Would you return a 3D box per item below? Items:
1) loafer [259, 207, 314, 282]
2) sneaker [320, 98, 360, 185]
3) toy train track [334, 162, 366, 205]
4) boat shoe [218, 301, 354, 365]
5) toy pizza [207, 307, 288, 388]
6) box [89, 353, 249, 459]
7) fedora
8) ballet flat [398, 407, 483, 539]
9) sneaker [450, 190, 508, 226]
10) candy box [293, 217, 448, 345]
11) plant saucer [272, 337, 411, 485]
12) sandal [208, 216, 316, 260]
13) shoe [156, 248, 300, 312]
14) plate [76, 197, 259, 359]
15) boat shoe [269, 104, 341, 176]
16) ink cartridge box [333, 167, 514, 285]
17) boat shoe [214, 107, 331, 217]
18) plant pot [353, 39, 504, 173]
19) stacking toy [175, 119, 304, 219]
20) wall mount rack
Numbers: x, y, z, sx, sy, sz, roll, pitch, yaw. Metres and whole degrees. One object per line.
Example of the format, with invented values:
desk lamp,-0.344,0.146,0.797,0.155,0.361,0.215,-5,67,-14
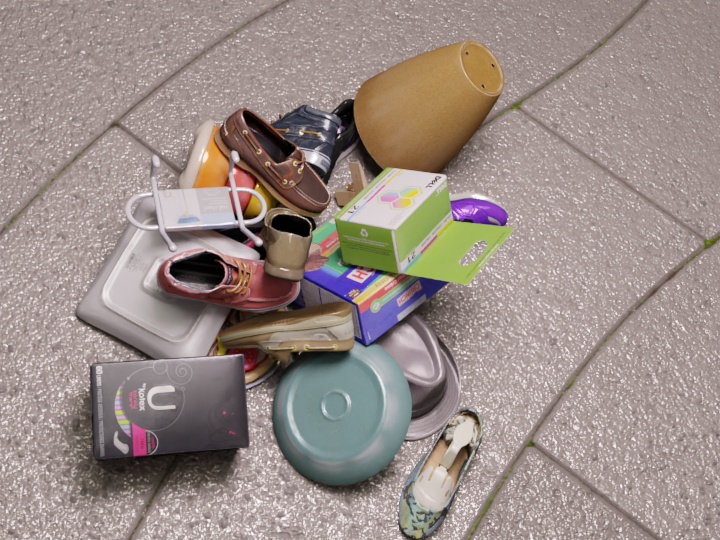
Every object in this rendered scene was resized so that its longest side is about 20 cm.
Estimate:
loafer,-0.096,-0.048,1.580,0.075,0.068,0.201,14,21,-13
sneaker,-0.061,-0.189,1.780,0.075,0.088,0.201,28,58,5
toy train track,0.041,-0.109,1.718,0.032,0.117,0.198,-27,23,-38
boat shoe,-0.100,0.092,1.550,0.197,0.067,0.074,-9,13,25
toy pizza,-0.194,0.076,1.629,0.196,0.032,0.203,5,59,-9
box,-0.249,0.178,1.494,0.196,0.106,0.125,-3,82,-15
fedora,0.061,0.127,1.619,0.175,0.091,0.201,-29,70,-25
ballet flat,0.111,0.267,1.562,0.073,0.075,0.201,27,58,5
sneaker,0.126,-0.067,1.764,0.196,0.070,0.101,7,60,1
candy box,0.000,0.000,1.637,0.168,0.078,0.199,-35,40,-27
plant saucer,-0.031,0.184,1.545,0.196,0.036,0.204,-5,73,15
sandal,-0.153,-0.038,1.682,0.197,0.075,0.046,-11,64,-21
shoe,-0.171,0.014,1.537,0.197,0.091,0.073,6,83,-14
plate,-0.270,0.016,1.600,0.198,0.032,0.202,26,76,11
boat shoe,-0.124,-0.204,1.749,0.197,0.071,0.092,12,72,23
ink cartridge box,0.088,-0.063,1.556,0.197,0.077,0.148,10,38,34
boat shoe,-0.115,-0.154,1.648,0.199,0.070,0.071,36,40,-23
plant pot,0.120,-0.260,1.759,0.184,0.199,0.189,19,57,-32
stacking toy,-0.167,-0.123,1.697,0.197,0.146,0.148,20,57,-9
wall mount rack,-0.212,-0.080,1.548,0.197,0.075,0.176,-5,55,-19
